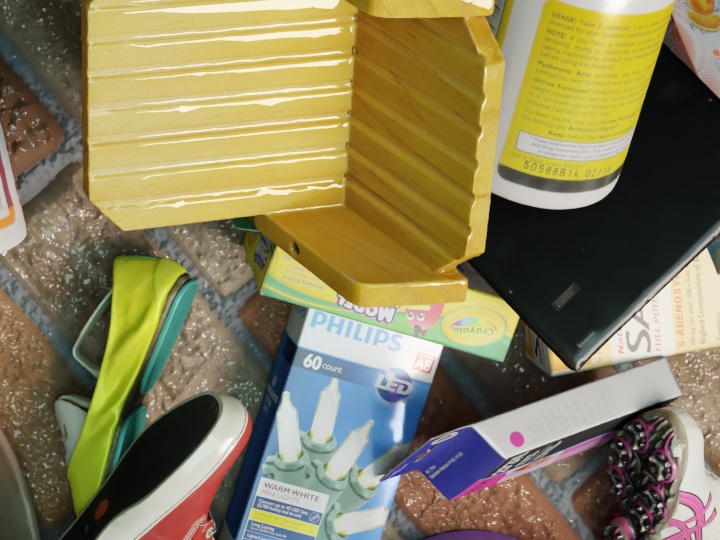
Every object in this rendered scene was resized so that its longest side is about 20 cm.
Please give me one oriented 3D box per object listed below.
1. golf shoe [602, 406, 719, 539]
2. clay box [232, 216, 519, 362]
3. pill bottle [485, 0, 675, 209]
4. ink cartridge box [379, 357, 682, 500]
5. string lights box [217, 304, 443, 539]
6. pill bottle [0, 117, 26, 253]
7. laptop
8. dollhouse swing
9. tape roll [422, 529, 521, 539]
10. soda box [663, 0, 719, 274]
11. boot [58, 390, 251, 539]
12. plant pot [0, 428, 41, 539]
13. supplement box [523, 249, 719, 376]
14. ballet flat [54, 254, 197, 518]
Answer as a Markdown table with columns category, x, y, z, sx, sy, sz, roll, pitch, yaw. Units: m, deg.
| category | x | y | z | sx | sy | sz | roll | pitch | yaw |
| --- | --- | --- | --- | --- | --- | --- | --- | --- | --- |
| golf shoe | 0.225 | 0.158 | 1.334 | 0.092 | 0.073 | 0.201 | -21 | 141 | -16 |
| clay box | 0.000 | 0.000 | 1.266 | 0.199 | 0.115 | 0.048 | 15 | 103 | -13 |
| pill bottle | 0.122 | -0.146 | 1.094 | 0.110 | 0.112 | 0.201 | 5 | 124 | -12 |
| ink cartridge box | 0.117 | 0.114 | 1.290 | 0.199 | 0.095 | 0.037 | -14 | 73 | -28 |
| string lights box | -0.023 | 0.123 | 1.313 | 0.102 | 0.059 | 0.201 | 16 | 97 | -13 |
| pill bottle | -0.288 | -0.104 | 1.190 | 0.113 | 0.114 | 0.201 | -13 | 102 | -9 |
| laptop | 0.141 | -0.063 | 1.241 | 0.187 | 0.116 | 0.200 | -43 | 78 | 0 |
| dollhouse swing | -0.045 | -0.083 | 1.086 | 0.175 | 0.182 | 0.201 | -16 | 126 | -32 |
| tape roll | 0.081 | 0.294 | 1.364 | 0.199 | 0.066 | 0.202 | -2 | 101 | -12 |
| soda box | 0.246 | -0.100 | 1.263 | 0.068 | 0.064 | 0.201 | -5 | 64 | -24 |
| boot | -0.105 | 0.181 | 1.248 | 0.144 | 0.073 | 0.200 | 33 | 108 | -25 |
| plant pot | -0.319 | 0.195 | 1.216 | 0.173 | 0.200 | 0.202 | -12 | 103 | 9 |
| supplement box | 0.212 | -0.007 | 1.328 | 0.199 | 0.074 | 0.127 | -10 | 101 | -9 |
| ballet flat | -0.171 | 0.082 | 1.279 | 0.067 | 0.067 | 0.201 | 20 | 99 | 7 |
